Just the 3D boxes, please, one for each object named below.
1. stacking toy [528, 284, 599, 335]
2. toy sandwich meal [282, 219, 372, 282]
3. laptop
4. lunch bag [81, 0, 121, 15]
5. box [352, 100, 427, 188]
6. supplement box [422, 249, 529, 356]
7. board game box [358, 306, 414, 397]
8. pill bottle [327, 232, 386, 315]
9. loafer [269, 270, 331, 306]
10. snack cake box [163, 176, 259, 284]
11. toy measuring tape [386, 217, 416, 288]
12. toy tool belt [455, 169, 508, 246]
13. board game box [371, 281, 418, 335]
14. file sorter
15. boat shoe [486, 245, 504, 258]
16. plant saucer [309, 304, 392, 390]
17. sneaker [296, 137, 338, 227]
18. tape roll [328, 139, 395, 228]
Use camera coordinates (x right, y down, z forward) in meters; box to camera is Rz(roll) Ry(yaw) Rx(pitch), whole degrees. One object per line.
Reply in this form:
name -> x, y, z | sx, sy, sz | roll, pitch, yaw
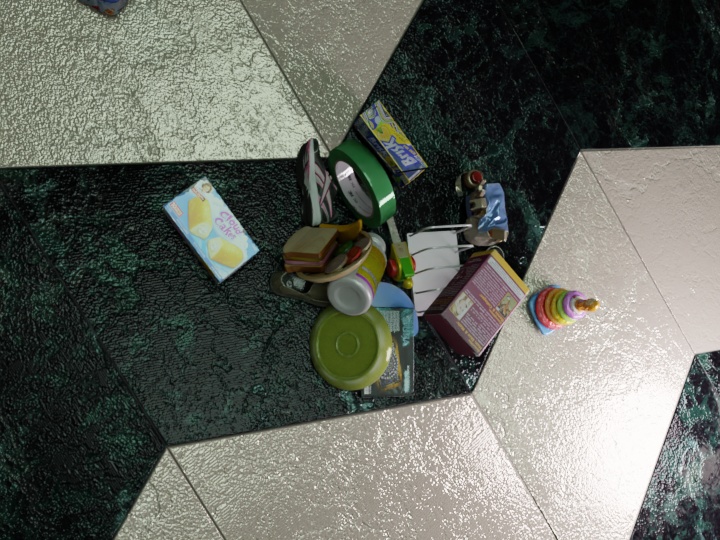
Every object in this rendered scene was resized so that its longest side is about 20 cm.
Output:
stacking toy -> 0.522, 0.090, 1.527 | 0.114, 0.200, 0.112 | -26, 91, -18
toy sandwich meal -> -0.071, -0.051, 1.332 | 0.203, 0.204, 0.071 | -35, 121, -18
laptop -> 0.092, -0.272, 1.368 | 0.116, 0.187, 0.201 | -42, 95, 5
lunch bag -> -0.582, -0.667, 1.323 | 0.197, 0.075, 0.163 | 29, 73, -14
box -> 0.072, -0.307, 1.500 | 0.070, 0.064, 0.201 | -40, 97, -18
supplement box -> 0.257, 0.072, 1.363 | 0.131, 0.103, 0.200 | 47, 74, -10
board game box -> 0.060, 0.187, 1.409 | 0.132, 0.028, 0.205 | 3, 84, -19
pill bottle -> 0.000, 0.000, 1.379 | 0.104, 0.104, 0.201 | 38, 39, -10
loafer -> -0.106, 0.039, 1.392 | 0.195, 0.069, 0.077 | 6, 81, -18
snack cake box -> -0.325, -0.086, 1.338 | 0.114, 0.067, 0.202 | -39, 96, -18
toy measuring tape -> 0.086, -0.043, 1.483 | 0.072, 0.074, 0.204 | -9, 64, -19
toy tool belt -> 0.318, -0.165, 1.532 | 0.122, 0.123, 0.205 | -8, 85, -19
board game box -> 0.038, 0.129, 1.445 | 0.199, 0.039, 0.159 | -42, 98, -18
file sorter -> 0.201, -0.001, 1.472 | 0.135, 0.124, 0.205 | -4, 85, -18
boat shoe -> 0.322, 0.031, 1.541 | 0.074, 0.062, 0.203 | 28, 74, -12
plant saucer -> -0.027, 0.165, 1.371 | 0.195, 0.031, 0.205 | -2, 84, 15
sneaker -> -0.097, -0.204, 1.434 | 0.085, 0.080, 0.205 | -4, 92, -30
tape roll -> 0.002, -0.195, 1.390 | 0.048, 0.200, 0.203 | -34, 94, -17
